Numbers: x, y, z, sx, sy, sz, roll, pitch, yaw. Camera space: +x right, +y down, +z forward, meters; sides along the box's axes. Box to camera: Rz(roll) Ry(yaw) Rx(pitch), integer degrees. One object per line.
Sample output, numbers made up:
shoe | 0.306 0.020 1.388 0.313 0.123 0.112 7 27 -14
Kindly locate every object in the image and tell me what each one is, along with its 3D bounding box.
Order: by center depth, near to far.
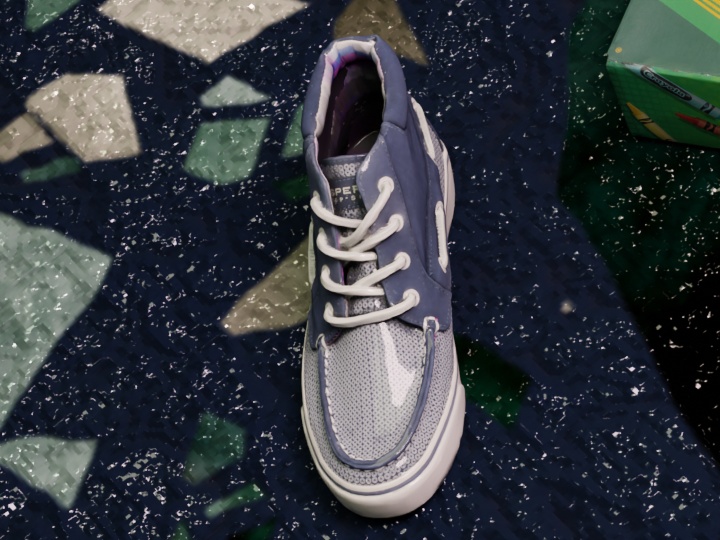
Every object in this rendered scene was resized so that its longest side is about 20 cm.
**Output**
boot | 0.000 0.000 1.220 0.073 0.090 0.200 -10 52 13
crayon box | 0.200 -0.143 1.273 0.119 0.058 0.200 11 59 27
